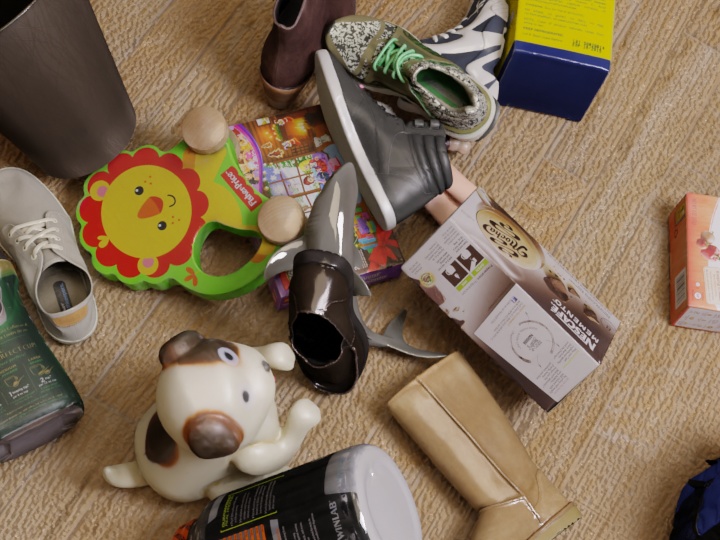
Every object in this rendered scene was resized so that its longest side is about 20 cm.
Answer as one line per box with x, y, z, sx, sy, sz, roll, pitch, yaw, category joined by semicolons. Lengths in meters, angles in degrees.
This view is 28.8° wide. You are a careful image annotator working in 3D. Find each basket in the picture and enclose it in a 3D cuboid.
-0.310;-0.194;1.349;0.136;0.200;0.180;27;66;38;basket

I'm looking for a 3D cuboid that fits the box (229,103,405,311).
-0.052;-0.070;1.442;0.136;0.039;0.201;-16;69;-16;box

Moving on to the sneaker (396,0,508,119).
0.087;-0.239;1.525;0.129;0.080;0.200;12;64;-5;sneaker

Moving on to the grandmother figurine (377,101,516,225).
0.071;-0.104;1.472;0.200;0.061;0.121;42;56;7;grandmother figurine

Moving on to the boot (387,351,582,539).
0.091;0.199;1.333;0.175;0.066;0.200;-30;74;-34;boot

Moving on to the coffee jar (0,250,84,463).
-0.342;0.070;1.298;0.104;0.085;0.201;-25;73;-17;coffee jar

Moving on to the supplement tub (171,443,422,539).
-0.058;0.235;1.210;0.199;0.122;0.123;-22;65;22;supplement tub

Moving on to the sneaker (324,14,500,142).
0.052;-0.207;1.423;0.199;0.089;0.077;30;87;8;sneaker

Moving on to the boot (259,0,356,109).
-0.046;-0.279;1.469;0.072;0.167;0.201;22;64;3;boot

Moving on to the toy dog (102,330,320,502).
-0.135;0.124;1.247;0.193;0.200;0.140;-6;66;-13;toy dog

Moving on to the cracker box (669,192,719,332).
0.431;0.001;1.487;0.199;0.058;0.135;8;65;-7;cracker box

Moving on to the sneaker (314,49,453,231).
0.027;-0.146;1.427;0.099;0.071;0.201;-23;77;-11;sneaker

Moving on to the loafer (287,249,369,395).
-0.040;0.063;1.296;0.073;0.200;0.072;7;55;14;loafer

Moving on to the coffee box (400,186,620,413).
0.149;0.026;1.370;0.200;0.080;0.113;44;28;2;coffee box

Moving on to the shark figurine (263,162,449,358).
-0.003;0.022;1.332;0.128;0.089;0.215;-38;120;-25;shark figurine

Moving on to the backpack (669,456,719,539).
0.388;0.217;1.299;0.162;0.200;0.169;18;63;-1;backpack

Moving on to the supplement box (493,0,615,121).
0.215;-0.284;1.553;0.108;0.110;0.201;11;64;-5;supplement box

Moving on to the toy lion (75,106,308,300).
-0.173;-0.049;1.380;0.192;0.069;0.200;-41;73;-3;toy lion

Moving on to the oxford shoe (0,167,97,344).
-0.309;-0.023;1.365;0.075;0.058;0.201;-22;69;-15;oxford shoe
